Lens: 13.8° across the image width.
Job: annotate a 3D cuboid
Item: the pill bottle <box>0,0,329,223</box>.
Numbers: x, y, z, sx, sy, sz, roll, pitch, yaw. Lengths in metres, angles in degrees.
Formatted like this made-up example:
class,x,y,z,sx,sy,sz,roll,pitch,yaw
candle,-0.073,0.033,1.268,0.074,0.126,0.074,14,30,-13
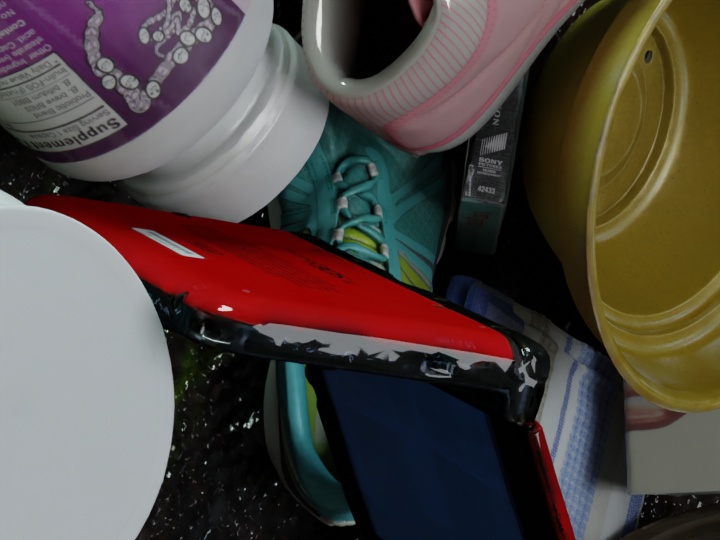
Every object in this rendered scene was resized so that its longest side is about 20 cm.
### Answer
class,x,y,z,sx,sy,sz,roll,pitch,yaw
pill bottle,-0.101,-0.103,1.055,0.200,0.112,0.112,44,63,-35

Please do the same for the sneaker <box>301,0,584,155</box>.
class,x,y,z,sx,sy,sz,roll,pitch,yaw
sneaker,0.050,-0.133,1.071,0.200,0.075,0.105,-56,157,10

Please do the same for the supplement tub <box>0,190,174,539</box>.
class,x,y,z,sx,sy,sz,roll,pitch,yaw
supplement tub,-0.168,0.039,0.935,0.145,0.200,0.145,-2,93,-43

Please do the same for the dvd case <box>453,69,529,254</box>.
class,x,y,z,sx,sy,sz,roll,pitch,yaw
dvd case,0.063,-0.114,1.209,0.022,0.146,0.200,8,82,2

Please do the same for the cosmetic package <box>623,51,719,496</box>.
class,x,y,z,sx,sy,sz,roll,pitch,yaw
cosmetic package,0.162,-0.002,1.291,0.103,0.087,0.200,18,69,-71

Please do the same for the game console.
class,x,y,z,sx,sy,sz,roll,pitch,yaw
game console,-0.020,0.056,1.001,0.172,0.200,0.119,9,97,-26

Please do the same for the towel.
class,x,y,z,sx,sy,sz,roll,pitch,yaw
towel,0.069,0.095,1.248,0.200,0.024,0.147,32,69,-58

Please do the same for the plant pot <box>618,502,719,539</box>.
class,x,y,z,sx,sy,sz,roll,pitch,yaw
plant pot,0.175,0.196,1.267,0.200,0.200,0.174,-23,106,-41

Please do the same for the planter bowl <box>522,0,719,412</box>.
class,x,y,z,sx,sy,sz,roll,pitch,yaw
planter bowl,0.123,-0.051,1.176,0.200,0.083,0.201,-20,119,-42

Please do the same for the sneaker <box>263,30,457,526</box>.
class,x,y,z,sx,sy,sz,roll,pitch,yaw
sneaker,0.000,0.000,1.159,0.077,0.080,0.200,0,91,0
